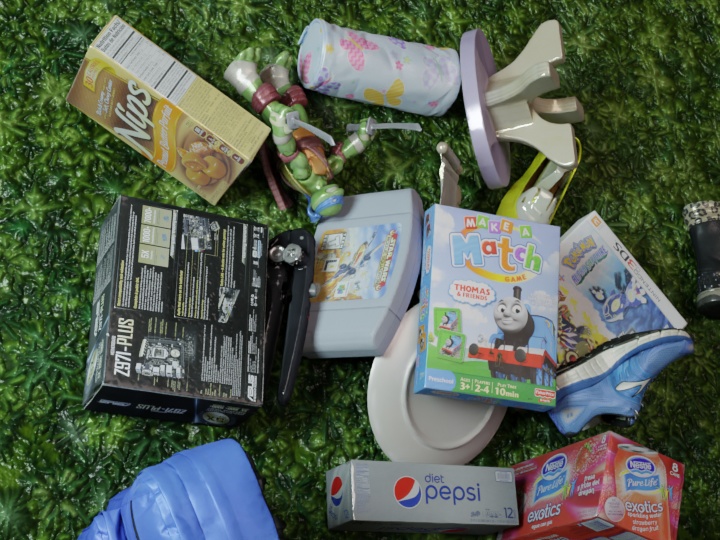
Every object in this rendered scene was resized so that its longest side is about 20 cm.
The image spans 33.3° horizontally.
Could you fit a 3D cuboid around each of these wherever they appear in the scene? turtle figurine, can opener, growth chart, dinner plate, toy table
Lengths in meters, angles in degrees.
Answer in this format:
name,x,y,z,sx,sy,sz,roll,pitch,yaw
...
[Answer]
name,x,y,z,sx,sy,sz,roll,pitch,yaw
turtle figurine,-0.048,-0.173,1.316,0.143,0.200,0.195,-26,71,-28
can opener,-0.078,0.047,1.261,0.063,0.079,0.202,-3,61,10
growth chart,0.095,-0.046,1.375,0.018,0.145,0.202,4,75,13
dinner plate,0.095,0.126,1.305,0.199,0.024,0.202,-6,100,-34
toy table,0.197,-0.208,1.466,0.184,0.116,0.202,-3,83,-69

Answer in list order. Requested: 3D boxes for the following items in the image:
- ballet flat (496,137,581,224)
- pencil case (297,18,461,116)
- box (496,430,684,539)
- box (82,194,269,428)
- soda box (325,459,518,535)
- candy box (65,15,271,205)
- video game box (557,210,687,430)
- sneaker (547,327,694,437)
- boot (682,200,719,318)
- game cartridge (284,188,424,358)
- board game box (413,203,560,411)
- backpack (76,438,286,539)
name,x,y,z,sx,sy,sz,roll,pitch,yaw
ballet flat,0.224,-0.096,1.495,0.067,0.067,0.201,38,57,-8
pencil case,0.024,-0.245,1.447,0.198,0.083,0.091,7,59,-25
box,0.240,0.249,1.276,0.099,0.200,0.096,24,62,-15
box,-0.184,0.044,1.214,0.162,0.086,0.202,10,65,-23
soda box,0.065,0.241,1.269,0.198,0.068,0.064,7,67,-24
candy box,-0.205,-0.166,1.276,0.199,0.115,0.056,35,57,-10
video game box,0.271,0.055,1.424,0.182,0.047,0.200,49,58,1
sneaker,0.290,0.125,1.341,0.199,0.079,0.090,-24,90,-16
boot,0.522,-0.011,1.610,0.202,0.073,0.155,6,64,-27
game cartridge,0.000,0.000,1.306,0.042,0.132,0.201,44,50,-41
board game box,0.137,0.040,1.281,0.150,0.037,0.202,9,71,-15
backpack,-0.158,0.252,1.072,0.167,0.200,0.164,-22,80,-32
